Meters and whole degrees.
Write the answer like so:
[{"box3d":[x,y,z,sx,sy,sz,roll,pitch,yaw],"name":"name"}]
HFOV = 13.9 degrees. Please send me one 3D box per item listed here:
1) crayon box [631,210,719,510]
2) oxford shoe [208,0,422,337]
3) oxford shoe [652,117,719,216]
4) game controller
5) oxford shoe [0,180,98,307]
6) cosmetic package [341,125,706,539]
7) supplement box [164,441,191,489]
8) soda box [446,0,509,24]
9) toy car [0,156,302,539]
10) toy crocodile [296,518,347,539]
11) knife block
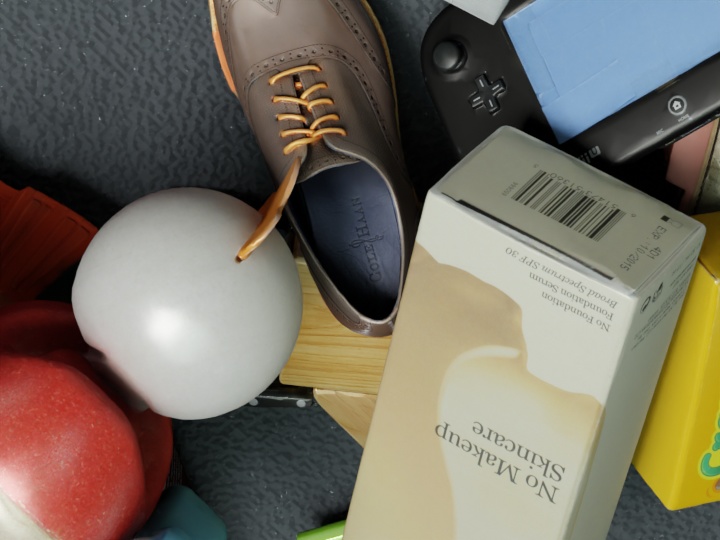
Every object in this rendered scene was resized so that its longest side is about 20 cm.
[{"box3d":[0.192,0.032,1.299,0.199,0.052,0.126,-9,127,-22],"name":"crayon box"},{"box3d":[-0.015,-0.068,1.261,0.071,0.073,0.201,-23,92,4],"name":"oxford shoe"},{"box3d":[0.162,-0.009,1.317,0.075,0.071,0.201,6,123,-4],"name":"oxford shoe"},{"box3d":[0.120,-0.105,1.250,0.200,0.105,0.042,-31,152,21],"name":"game controller"},{"box3d":[-0.203,-0.029,1.333,0.200,0.071,0.073,39,152,-2],"name":"oxford shoe"},{"box3d":[0.066,0.052,1.257,0.105,0.071,0.200,27,128,19],"name":"cosmetic package"},{"box3d":[-0.134,0.128,1.408,0.108,0.061,0.200,-9,132,10],"name":"supplement box"},{"box3d":[-0.013,-0.184,1.224,0.200,0.064,0.068,26,120,-12],"name":"soda box"},{"box3d":[-0.089,0.029,1.224,0.200,0.177,0.184,-44,97,4],"name":"toy car"},{"box3d":[0.018,0.206,1.466,0.067,0.062,0.200,-13,120,12],"name":"toy crocodile"},{"box3d":[0.000,0.000,1.337,0.200,0.064,0.176,-34,114,23],"name":"knife block"}]
